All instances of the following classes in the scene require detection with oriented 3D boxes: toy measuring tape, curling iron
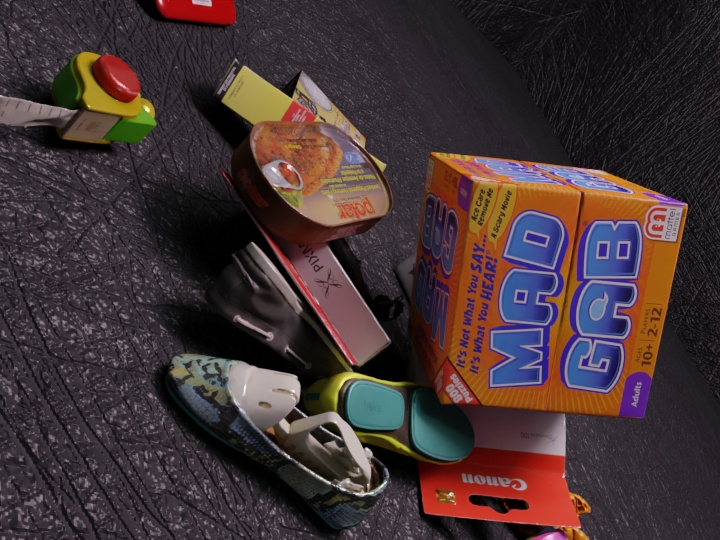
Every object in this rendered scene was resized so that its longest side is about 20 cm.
[{"bbox_3d":[-0.231,-0.140,0.659,0.074,0.073,0.199,57,22,11],"label":"toy measuring tape"},{"bbox_3d":[0.000,0.000,0.873,0.201,0.049,0.026,57,32,-53],"label":"curling iron"}]

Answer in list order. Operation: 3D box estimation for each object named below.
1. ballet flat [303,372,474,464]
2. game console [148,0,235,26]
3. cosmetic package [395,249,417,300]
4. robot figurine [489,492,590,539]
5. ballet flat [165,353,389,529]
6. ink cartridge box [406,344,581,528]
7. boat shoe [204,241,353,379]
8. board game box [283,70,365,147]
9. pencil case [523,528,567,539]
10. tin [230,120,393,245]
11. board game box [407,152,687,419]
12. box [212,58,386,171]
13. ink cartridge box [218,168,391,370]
[{"bbox_3d":[0.025,0.132,0.770,0.198,0.066,0.068,25,65,-44],"label":"ballet flat"},{"bbox_3d":[-0.255,-0.385,1.041,0.200,0.116,0.176,-35,118,-68],"label":"game console"},{"bbox_3d":[0.183,0.036,1.096,0.199,0.164,0.167,19,40,-52],"label":"cosmetic package"},{"bbox_3d":[0.179,0.221,0.952,0.201,0.058,0.145,53,21,-2],"label":"robot figurine"},{"bbox_3d":[-0.053,0.115,0.635,0.200,0.074,0.075,43,24,-24],"label":"ballet flat"},{"bbox_3d":[0.132,0.159,0.857,0.157,0.048,0.201,7,34,-7],"label":"ink cartridge box"},{"bbox_3d":[-0.066,0.049,0.715,0.067,0.057,0.201,50,-4,38],"label":"boat shoe"},{"bbox_3d":[-0.053,-0.171,1.104,0.135,0.034,0.201,45,23,-20],"label":"board game box"},{"bbox_3d":[0.193,0.344,0.774,0.088,0.088,0.203,20,41,-52],"label":"pencil case"},{"bbox_3d":[-0.040,-0.080,0.768,0.113,0.042,0.199,53,28,12],"label":"tin"},{"bbox_3d":[0.167,0.005,0.836,0.196,0.204,0.200,5,14,-8],"label":"board game box"},{"bbox_3d":[-0.066,-0.152,0.940,0.198,0.051,0.075,35,3,-3],"label":"box"},{"bbox_3d":[-0.044,-0.005,0.775,0.202,0.044,0.176,56,-4,6],"label":"ink cartridge box"}]
